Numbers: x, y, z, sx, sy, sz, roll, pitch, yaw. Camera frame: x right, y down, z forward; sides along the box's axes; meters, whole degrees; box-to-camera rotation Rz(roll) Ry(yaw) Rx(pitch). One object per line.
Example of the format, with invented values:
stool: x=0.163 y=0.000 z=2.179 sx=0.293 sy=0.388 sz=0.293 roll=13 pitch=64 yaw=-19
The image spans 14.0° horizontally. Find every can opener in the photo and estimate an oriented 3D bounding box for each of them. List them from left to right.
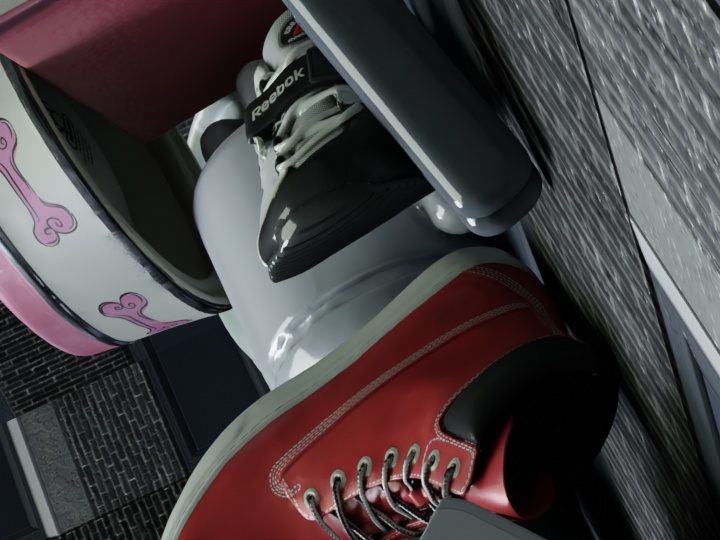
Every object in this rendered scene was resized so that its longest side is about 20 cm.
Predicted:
can opener: x=0.001 y=-0.102 z=1.018 sx=0.200 sy=0.066 sz=0.053 roll=56 pitch=-175 yaw=18

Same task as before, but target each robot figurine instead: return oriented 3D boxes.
robot figurine: x=0.000 y=0.000 z=1.254 sx=0.170 sy=0.113 sz=0.200 roll=-58 pitch=48 yaw=44

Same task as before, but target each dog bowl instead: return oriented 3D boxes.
dog bowl: x=-0.140 y=-0.049 z=1.344 sx=0.200 sy=0.074 sz=0.200 roll=54 pitch=-167 yaw=-19

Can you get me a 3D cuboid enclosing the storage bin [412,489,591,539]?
storage bin: x=0.025 y=0.148 z=1.305 sx=0.200 sy=0.134 sz=0.146 roll=-38 pitch=-70 yaw=-70

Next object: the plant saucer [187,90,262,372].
plant saucer: x=-0.046 y=-0.039 z=1.432 sx=0.200 sy=0.050 sz=0.201 roll=180 pitch=90 yaw=-65

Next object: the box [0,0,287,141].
box: x=-0.117 y=-0.158 z=1.272 sx=0.200 sy=0.109 sz=0.128 roll=32 pitch=-151 yaw=-62

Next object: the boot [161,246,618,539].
boot: x=0.006 y=0.086 z=1.085 sx=0.072 sy=0.200 sz=0.144 roll=43 pitch=-175 yaw=-22

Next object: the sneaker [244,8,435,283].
sneaker: x=-0.014 y=-0.054 z=1.090 sx=0.089 sy=0.074 sz=0.200 roll=59 pitch=-169 yaw=-4

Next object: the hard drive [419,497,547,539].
hard drive: x=0.085 y=0.134 z=1.013 sx=0.132 sy=0.027 sz=0.200 roll=26 pitch=167 yaw=10
